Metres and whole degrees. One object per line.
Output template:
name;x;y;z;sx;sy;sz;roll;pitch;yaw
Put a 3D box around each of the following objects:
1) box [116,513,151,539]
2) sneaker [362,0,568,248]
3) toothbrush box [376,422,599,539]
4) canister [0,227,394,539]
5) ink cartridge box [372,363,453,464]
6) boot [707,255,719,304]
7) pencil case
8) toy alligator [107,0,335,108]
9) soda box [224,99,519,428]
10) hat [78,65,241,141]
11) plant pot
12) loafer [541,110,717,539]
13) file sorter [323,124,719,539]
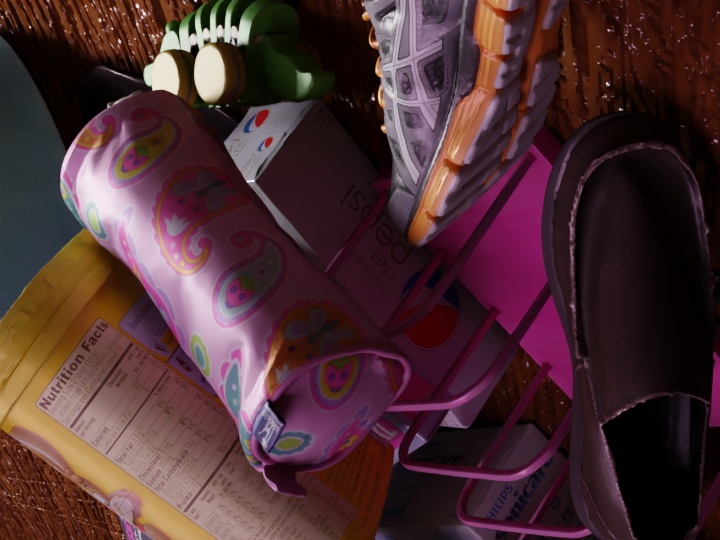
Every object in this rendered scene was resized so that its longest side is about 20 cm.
box;-0.067;0.180;0.975;0.201;0.114;0.132;66;153;22
sneaker;0.037;-0.092;0.657;0.077;0.078;0.201;33;139;18
toothbrush box;0.115;0.198;1.058;0.200;0.086;0.146;46;153;-17
canister;-0.085;0.076;0.793;0.199;0.087;0.149;37;-163;-4
ink cartridge box;-0.056;0.041;0.892;0.200;0.042;0.119;40;147;-4
boot;0.245;0.041;0.616;0.168;0.077;0.200;42;161;-22
pencil case;-0.061;0.005;0.725;0.200;0.087;0.088;50;166;33
toy alligator;-0.079;-0.109;0.816;0.199;0.059;0.055;3;98;53
soda box;0.000;0.000;0.885;0.068;0.064;0.200;0;138;52
hat;-0.113;-0.026;0.966;0.199;0.081;0.201;28;155;15
plant pot;-0.273;-0.028;0.984;0.201;0.160;0.202;47;149;39
loafer;0.126;0.032;0.682;0.071;0.072;0.202;-128;28;-71
file sorter;0.080;0.052;0.796;0.200;0.126;0.139;46;154;-20
